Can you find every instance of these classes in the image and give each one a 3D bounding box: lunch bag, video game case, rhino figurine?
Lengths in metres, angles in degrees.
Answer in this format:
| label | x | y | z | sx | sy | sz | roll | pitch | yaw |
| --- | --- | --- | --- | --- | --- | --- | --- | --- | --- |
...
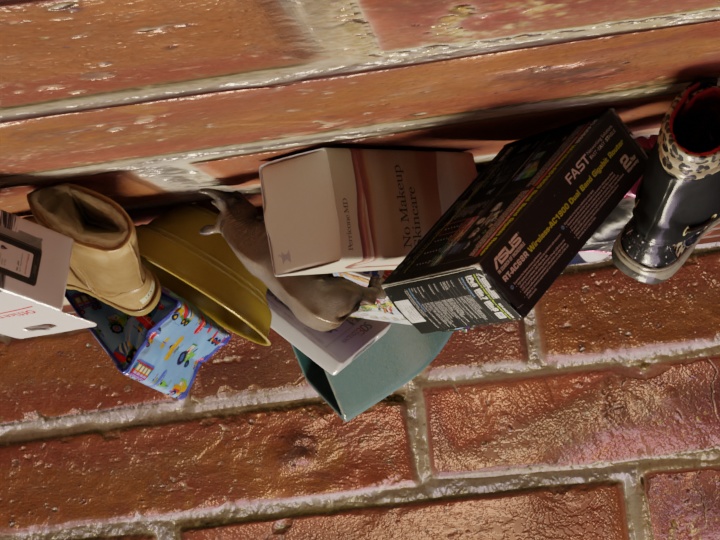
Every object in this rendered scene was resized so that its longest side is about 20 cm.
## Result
| label | x | y | z | sx | sy | sz | roll | pitch | yaw |
| --- | --- | --- | --- | --- | --- | --- | --- | --- | --- |
| lunch bag | -0.255 | 0.030 | 1.440 | 0.200 | 0.094 | 0.151 | 37 | 176 | 21 |
| video game case | -0.072 | 0.026 | 1.560 | 0.024 | 0.200 | 0.182 | -55 | 172 | 21 |
| rhino figurine | -0.075 | -0.018 | 1.282 | 0.087 | 0.200 | 0.060 | -32 | 157 | -53 |

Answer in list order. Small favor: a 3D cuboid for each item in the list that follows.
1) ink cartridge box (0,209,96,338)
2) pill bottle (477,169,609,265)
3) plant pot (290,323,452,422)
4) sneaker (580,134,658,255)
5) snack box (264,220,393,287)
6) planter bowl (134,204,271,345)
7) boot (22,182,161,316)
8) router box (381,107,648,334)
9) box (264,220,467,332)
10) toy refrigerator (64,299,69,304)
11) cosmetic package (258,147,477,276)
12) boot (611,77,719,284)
| label | x | y | z | sx | sy | sz | roll | pitch | yaw |
| --- | --- | --- | --- | --- | --- | --- | --- | --- | --- |
| ink cartridge box | -0.318 | -0.006 | 1.126 | 0.116 | 0.068 | 0.200 | -9 | 156 | 37 |
| pill bottle | 0.193 | -0.058 | 1.394 | 0.200 | 0.111 | 0.111 | -10 | 175 | 28 |
| plant pot | 0.009 | 0.043 | 1.776 | 0.200 | 0.196 | 0.196 | -24 | -162 | -11 |
| sneaker | 0.237 | -0.057 | 1.276 | 0.200 | 0.095 | 0.079 | -15 | -143 | 33 |
| snack box | 0.000 | 0.000 | 1.364 | 0.200 | 0.024 | 0.072 | 19 | 171 | 15 |
| planter bowl | -0.156 | -0.010 | 1.409 | 0.200 | 0.084 | 0.200 | 31 | 169 | 6 |
| boot | -0.266 | -0.033 | 1.256 | 0.175 | 0.066 | 0.200 | 19 | 164 | 8 |
| router box | 0.129 | -0.039 | 1.161 | 0.200 | 0.062 | 0.150 | -48 | -164 | -26 |
| box | 0.012 | -0.007 | 1.427 | 0.200 | 0.039 | 0.137 | 7 | 138 | 27 |
| toy refrigerator | -0.343 | -0.001 | 1.599 | 0.200 | 0.070 | 0.076 | -6 | 169 | -29 |
| cosmetic package | 0.015 | -0.053 | 1.237 | 0.087 | 0.104 | 0.200 | -12 | 176 | 43 |
| boot | 0.280 | -0.099 | 1.114 | 0.204 | 0.073 | 0.154 | -49 | 161 | -33 |
